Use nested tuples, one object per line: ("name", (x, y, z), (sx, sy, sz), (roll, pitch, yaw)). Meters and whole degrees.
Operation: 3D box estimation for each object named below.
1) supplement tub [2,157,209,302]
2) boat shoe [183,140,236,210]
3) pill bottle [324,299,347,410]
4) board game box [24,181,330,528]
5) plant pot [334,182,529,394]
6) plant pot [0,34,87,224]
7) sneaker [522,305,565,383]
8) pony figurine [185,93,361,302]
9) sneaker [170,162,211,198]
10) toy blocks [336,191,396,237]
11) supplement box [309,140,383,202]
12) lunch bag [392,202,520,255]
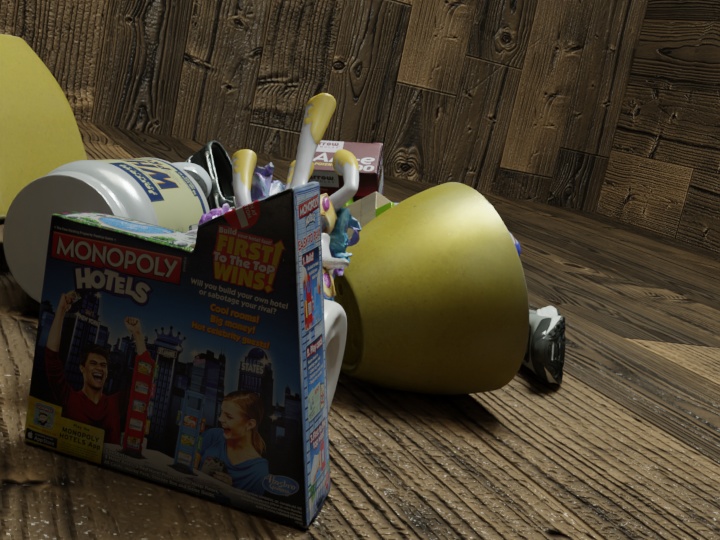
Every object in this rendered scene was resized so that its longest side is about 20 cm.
("supplement tub", (-0.248, -0.038, 0.937), (0.143, 0.147, 0.200), (14, 10, 10))
("boat shoe", (-0.151, -0.065, 1.125), (0.073, 0.068, 0.201), (11, 49, -54))
("pill bottle", (-0.118, 0.055, 0.689), (0.197, 0.116, 0.114), (14, 11, 11))
("board game box", (-0.099, 0.033, 0.590), (0.197, 0.203, 0.062), (14, 11, 10))
("plant pot", (0.041, 0.029, 0.864), (0.140, 0.203, 0.200), (-12, 20, -25))
("plant pot", (-0.424, -0.147, 0.997), (0.191, 0.203, 0.195), (-7, 6, 17))
("sneaker", (0.192, 0.082, 1.059), (0.078, 0.075, 0.200), (4, 4, 6))
("pony figurine", (-0.078, -0.028, 0.794), (0.192, 0.202, 0.166), (-28, -47, 31))
("sneaker", (-0.252, -0.080, 1.088), (0.198, 0.073, 0.071), (-23, 27, 24))
("toy blocks", (0.009, -0.023, 1.202), (0.198, 0.101, 0.136), (-24, -39, 36))
("supplement box", (-0.023, -0.080, 1.249), (0.107, 0.202, 0.061), (4, 49, 7))
("lunch bag", (0.133, -0.035, 1.435), (0.197, 0.126, 0.170), (8, 7, 24))
